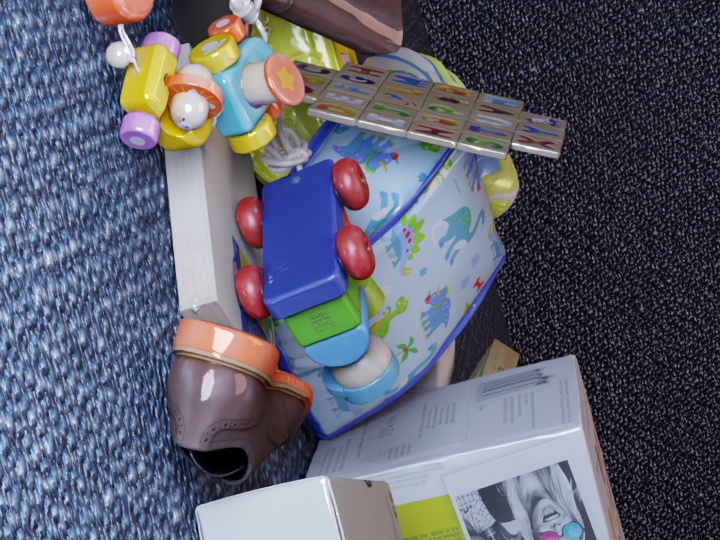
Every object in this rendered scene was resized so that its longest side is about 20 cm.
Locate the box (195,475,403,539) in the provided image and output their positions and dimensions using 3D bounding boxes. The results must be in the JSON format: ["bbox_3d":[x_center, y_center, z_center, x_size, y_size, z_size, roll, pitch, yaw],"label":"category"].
[{"bbox_3d":[-0.029,0.160,1.135,0.200,0.082,0.069,40,36,-78],"label":"box"}]

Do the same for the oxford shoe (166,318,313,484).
[{"bbox_3d":[-0.074,0.081,1.087,0.200,0.071,0.073,58,47,-73],"label":"oxford shoe"}]

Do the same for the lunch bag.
[{"bbox_3d":[0.000,0.000,1.400,0.200,0.127,0.170,-57,148,-23],"label":"lunch bag"}]

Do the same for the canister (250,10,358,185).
[{"bbox_3d":[-0.046,-0.145,1.536,0.200,0.086,0.149,-48,123,-82],"label":"canister"}]

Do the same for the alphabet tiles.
[{"bbox_3d":[0.041,-0.111,1.341,0.166,0.199,0.006,-62,164,-71],"label":"alphabet tiles"}]

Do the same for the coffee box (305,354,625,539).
[{"bbox_3d":[0.086,0.198,1.419,0.200,0.199,0.199,-64,139,-77],"label":"coffee box"}]

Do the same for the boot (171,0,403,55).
[{"bbox_3d":[-0.037,-0.176,1.348,0.199,0.064,0.187,23,35,-35],"label":"boot"}]

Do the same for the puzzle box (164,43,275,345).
[{"bbox_3d":[-0.090,-0.027,1.240,0.133,0.025,0.201,64,14,-54],"label":"puzzle box"}]

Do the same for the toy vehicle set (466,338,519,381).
[{"bbox_3d":[0.081,0.136,1.612,0.026,0.125,0.200,32,14,1],"label":"toy vehicle set"}]

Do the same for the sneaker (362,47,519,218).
[{"bbox_3d":[0.048,-0.126,1.502,0.200,0.076,0.105,49,2,39],"label":"sneaker"}]

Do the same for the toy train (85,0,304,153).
[{"bbox_3d":[-0.092,-0.143,1.143,0.200,0.055,0.151,5,80,-59],"label":"toy train"}]

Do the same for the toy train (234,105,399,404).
[{"bbox_3d":[-0.020,-0.015,1.262,0.201,0.084,0.116,-94,160,-52],"label":"toy train"}]

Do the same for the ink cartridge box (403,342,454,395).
[{"bbox_3d":[0.033,0.024,1.609,0.145,0.087,0.201,-58,147,-78],"label":"ink cartridge box"}]
